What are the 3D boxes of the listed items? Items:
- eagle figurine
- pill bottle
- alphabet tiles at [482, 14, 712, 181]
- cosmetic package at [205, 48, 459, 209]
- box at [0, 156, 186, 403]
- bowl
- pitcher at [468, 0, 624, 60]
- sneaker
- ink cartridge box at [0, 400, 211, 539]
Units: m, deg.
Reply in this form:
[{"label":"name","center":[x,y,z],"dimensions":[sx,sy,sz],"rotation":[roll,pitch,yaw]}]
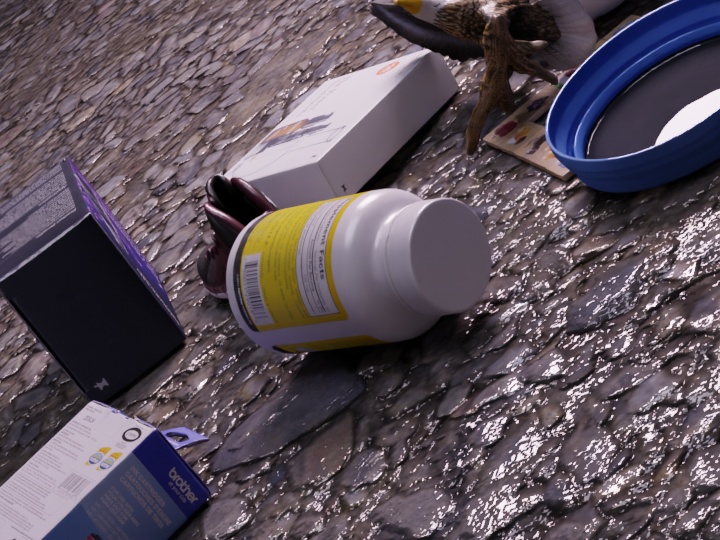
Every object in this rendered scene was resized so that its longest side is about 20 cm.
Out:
[{"label":"eagle figurine","center":[0.086,-0.223,1.741],"dimensions":[0.151,0.151,0.201],"rotation":[-40,38,12]},{"label":"pill bottle","center":[0.000,0.000,1.538],"dimensions":[0.199,0.112,0.112],"rotation":[-8,36,49]},{"label":"alphabet tiles","center":[0.197,-0.137,1.649],"dimensions":[0.167,0.008,0.200],"rotation":[-40,23,-6]},{"label":"cosmetic package","center":[-0.024,-0.115,1.850],"dimensions":[0.150,0.052,0.200],"rotation":[-10,27,44]},{"label":"box","center":[-0.247,0.008,1.846],"dimensions":[0.104,0.148,0.200],"rotation":[-36,23,-1]},{"label":"bowl","center":[0.231,-0.132,1.530],"dimensions":[0.199,0.039,0.201],"rotation":[-29,27,16]},{"label":"pitcher","center":[0.177,-0.274,1.822],"dimensions":[0.171,0.122,0.199],"rotation":[-36,5,-40]},{"label":"sneaker","center":[-0.103,-0.036,1.753],"dimensions":[0.076,0.116,0.199],"rotation":[-45,24,-20]},{"label":"ink cartridge box","center":[-0.202,0.176,1.542],"dimensions":[0.200,0.077,0.136],"rotation":[-46,24,-16]}]
